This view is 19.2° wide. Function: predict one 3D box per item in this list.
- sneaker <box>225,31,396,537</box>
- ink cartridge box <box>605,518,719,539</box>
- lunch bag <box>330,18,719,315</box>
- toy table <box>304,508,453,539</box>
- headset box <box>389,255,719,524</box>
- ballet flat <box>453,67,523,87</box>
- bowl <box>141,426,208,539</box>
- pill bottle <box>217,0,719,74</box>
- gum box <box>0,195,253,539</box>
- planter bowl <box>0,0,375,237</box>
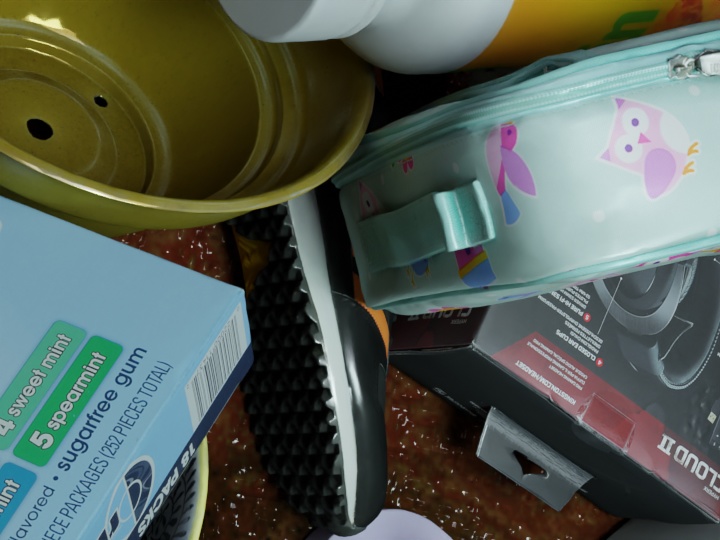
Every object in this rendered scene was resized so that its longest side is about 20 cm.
[{"bbox_3d":[0.000,0.000,0.835,0.090,0.070,0.202,-12,91,-29],"label":"sneaker"},{"bbox_3d":[0.194,0.155,0.942,0.200,0.084,0.147,-34,104,-29],"label":"ink cartridge box"},{"bbox_3d":[0.081,-0.035,0.733,0.159,0.200,0.078,-11,87,-21],"label":"lunch bag"},{"bbox_3d":[0.032,0.196,0.817,0.183,0.117,0.202,-13,95,-32],"label":"toy table"},{"bbox_3d":[0.108,0.002,0.902,0.148,0.077,0.201,34,70,-25],"label":"headset box"},{"bbox_3d":[0.041,-0.164,0.863,0.064,0.075,0.201,15,63,-65],"label":"ballet flat"},{"bbox_3d":[-0.146,0.093,0.703,0.199,0.094,0.202,0,53,0],"label":"bowl"},{"bbox_3d":[0.047,-0.127,0.748,0.199,0.111,0.112,-9,91,-36],"label":"pill bottle"},{"bbox_3d":[-0.160,0.045,0.653,0.170,0.199,0.045,-58,159,-31],"label":"gum box"},{"bbox_3d":[-0.100,-0.073,0.747,0.199,0.084,0.201,19,43,-18],"label":"planter bowl"}]
